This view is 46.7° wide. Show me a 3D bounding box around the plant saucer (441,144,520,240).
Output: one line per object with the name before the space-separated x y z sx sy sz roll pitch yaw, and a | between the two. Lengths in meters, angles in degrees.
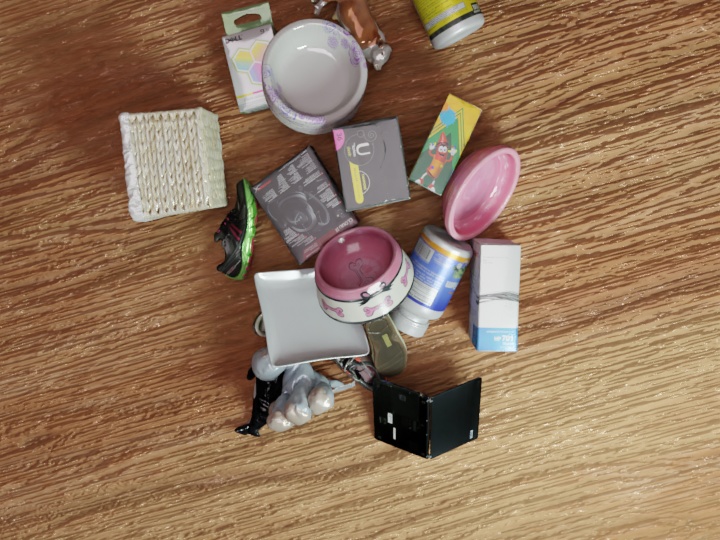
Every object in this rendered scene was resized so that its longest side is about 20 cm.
plant saucer | 0.224 -0.155 1.596 0.051 0.200 0.202 39 97 30

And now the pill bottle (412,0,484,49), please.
pill bottle | 0.148 -0.537 1.582 0.111 0.112 0.203 -25 95 5

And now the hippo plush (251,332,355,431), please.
hippo plush | -0.122 0.199 1.619 0.197 0.159 0.164 -28 93 -22

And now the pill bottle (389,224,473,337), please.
pill bottle | 0.132 0.024 1.639 0.110 0.112 0.203 25 107 0

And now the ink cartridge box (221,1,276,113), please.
ink cartridge box | -0.208 -0.421 1.638 0.101 0.059 0.205 -12 96 4

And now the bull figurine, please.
bull figurine | -0.018 -0.477 1.620 0.119 0.065 0.204 -19 95 6

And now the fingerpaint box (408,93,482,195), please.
fingerpaint box | 0.157 -0.233 1.571 0.072 0.200 0.170 26 96 0

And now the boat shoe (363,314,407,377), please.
boat shoe | 0.045 0.127 1.638 0.070 0.077 0.202 -19 135 -4

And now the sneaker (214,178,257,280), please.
sneaker | -0.252 -0.083 1.670 0.082 0.077 0.205 8 96 -2

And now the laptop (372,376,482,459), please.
laptop | 0.132 0.279 1.680 0.196 0.104 0.180 16 130 23

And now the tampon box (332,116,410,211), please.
tampon box | 0.023 -0.200 1.581 0.123 0.200 0.154 -10 95 4

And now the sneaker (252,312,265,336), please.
sneaker | -0.130 0.082 1.674 0.197 0.090 0.068 -26 94 5

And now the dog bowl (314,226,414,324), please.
dog bowl | 0.000 0.000 1.577 0.196 0.203 0.075 -19 134 5

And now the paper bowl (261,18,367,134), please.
paper bowl | -0.088 -0.357 1.565 0.195 0.104 0.206 1 81 -4

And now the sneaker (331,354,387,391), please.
sneaker | -0.023 0.169 1.683 0.199 0.082 0.078 39 97 -2

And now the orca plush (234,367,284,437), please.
orca plush | -0.200 0.253 1.706 0.104 0.071 0.202 36 97 -1

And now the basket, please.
basket | -0.354 -0.203 1.601 0.157 0.198 0.205 -5 96 1

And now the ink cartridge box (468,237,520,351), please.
ink cartridge box | 0.258 0.044 1.623 0.084 0.147 0.205 2 97 1

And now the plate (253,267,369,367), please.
plate | -0.097 0.090 1.612 0.195 0.033 0.203 -5 60 -19

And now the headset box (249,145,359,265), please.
headset box | -0.103 -0.121 1.658 0.147 0.077 0.202 -34 95 6
